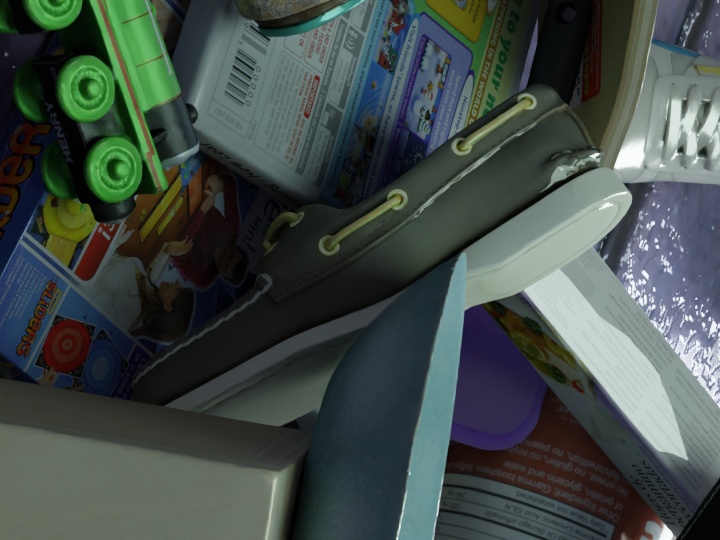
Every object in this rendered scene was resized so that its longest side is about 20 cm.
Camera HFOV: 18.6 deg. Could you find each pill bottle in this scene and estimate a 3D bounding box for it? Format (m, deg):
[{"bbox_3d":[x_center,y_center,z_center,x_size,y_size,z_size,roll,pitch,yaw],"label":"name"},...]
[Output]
[{"bbox_3d":[0.077,0.133,0.977,0.112,0.112,0.201,40,67,-52],"label":"pill bottle"}]

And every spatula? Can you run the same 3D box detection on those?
[{"bbox_3d":[0.069,-0.022,0.933,0.021,0.056,0.201,-17,122,-64],"label":"spatula"}]

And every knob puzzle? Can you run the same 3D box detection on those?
[{"bbox_3d":[0.110,-0.133,0.933,0.220,0.030,0.221,-177,-90,-83],"label":"knob puzzle"}]

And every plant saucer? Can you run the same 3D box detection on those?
[{"bbox_3d":[0.002,0.090,0.739,0.201,0.038,0.202,10,90,-83],"label":"plant saucer"}]

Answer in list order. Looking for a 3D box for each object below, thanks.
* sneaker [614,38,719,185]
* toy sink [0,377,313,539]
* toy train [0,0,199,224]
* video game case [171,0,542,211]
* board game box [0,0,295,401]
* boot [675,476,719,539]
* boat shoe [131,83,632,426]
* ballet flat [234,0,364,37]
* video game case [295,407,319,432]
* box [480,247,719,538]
[{"bbox_3d":[0.171,-0.079,1.123,0.200,0.081,0.077,-8,108,-52],"label":"sneaker"},{"bbox_3d":[-0.123,0.105,0.720,0.112,0.199,0.131,-22,121,-83],"label":"toy sink"},{"bbox_3d":[-0.102,-0.114,0.728,0.056,0.042,0.201,-30,111,-34],"label":"toy train"},{"bbox_3d":[0.010,-0.113,0.863,0.182,0.022,0.201,32,69,-48],"label":"video game case"},{"bbox_3d":[-0.075,-0.036,0.829,0.135,0.034,0.201,48,61,-50],"label":"board game box"},{"bbox_3d":[0.077,0.148,0.872,0.150,0.073,0.201,25,101,-17],"label":"boot"},{"bbox_3d":[0.000,0.001,0.815,0.201,0.060,0.072,-29,164,-4],"label":"boat shoe"},{"bbox_3d":[0.021,-0.152,0.806,0.200,0.068,0.068,-38,115,-45],"label":"ballet flat"},{"bbox_3d":[0.025,0.006,0.965,0.183,0.024,0.200,-62,150,-25],"label":"video game case"},{"bbox_3d":[0.105,0.043,0.906,0.200,0.039,0.041,48,67,-24],"label":"box"}]
